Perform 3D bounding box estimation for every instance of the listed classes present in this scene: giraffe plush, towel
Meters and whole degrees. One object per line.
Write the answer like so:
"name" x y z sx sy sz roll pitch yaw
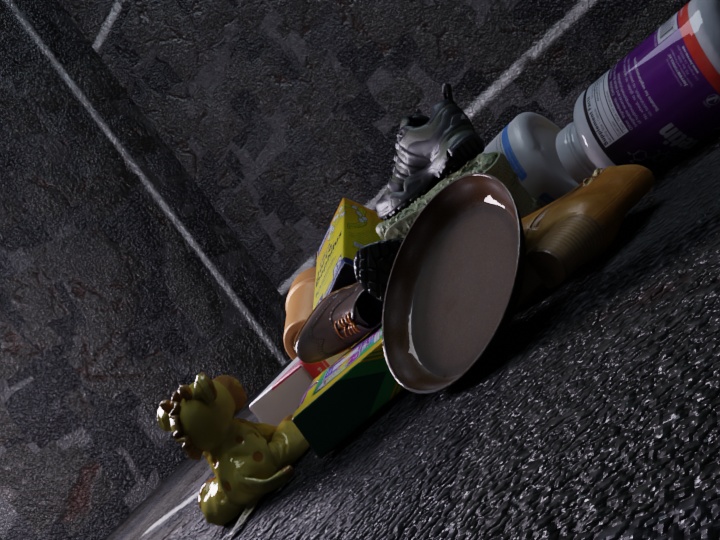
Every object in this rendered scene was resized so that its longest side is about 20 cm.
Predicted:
"giraffe plush" -0.168 0.204 0.799 0.171 0.164 0.200 -39 0 7
"towel" 0.127 -0.043 0.792 0.198 0.148 0.037 -31 24 36

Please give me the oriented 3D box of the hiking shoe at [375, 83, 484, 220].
"hiking shoe" 0.076 -0.140 0.824 0.074 0.103 0.200 -5 -22 -35

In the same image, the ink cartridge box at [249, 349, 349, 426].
"ink cartridge box" -0.063 0.162 1.030 0.144 0.085 0.200 -40 2 34

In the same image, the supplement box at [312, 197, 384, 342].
"supplement box" 0.000 0.000 0.953 0.202 0.107 0.111 -92 28 -60

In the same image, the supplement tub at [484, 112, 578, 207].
"supplement tub" 0.184 -0.090 0.846 0.200 0.133 0.132 -43 -2 40

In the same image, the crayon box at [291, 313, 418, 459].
"crayon box" 0.013 0.116 0.765 0.171 0.059 0.200 -39 0 4

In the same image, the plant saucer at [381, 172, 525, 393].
"plant saucer" 0.084 0.013 0.593 0.200 0.031 0.205 -43 37 43

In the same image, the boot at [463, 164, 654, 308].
"boot" 0.178 -0.029 0.627 0.143 0.072 0.200 -38 6 -24

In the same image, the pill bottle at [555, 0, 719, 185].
"pill bottle" 0.294 -0.166 0.653 0.112 0.113 0.199 -40 -1 -41

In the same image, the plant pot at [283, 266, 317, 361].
"plant pot" -0.075 0.114 1.358 0.199 0.199 0.141 -39 17 33

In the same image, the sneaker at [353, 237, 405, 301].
"sneaker" 0.091 -0.006 0.745 0.193 0.078 0.088 0 15 13

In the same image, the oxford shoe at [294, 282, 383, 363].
"oxford shoe" -0.014 0.056 0.817 0.199 0.072 0.073 -40 2 18
